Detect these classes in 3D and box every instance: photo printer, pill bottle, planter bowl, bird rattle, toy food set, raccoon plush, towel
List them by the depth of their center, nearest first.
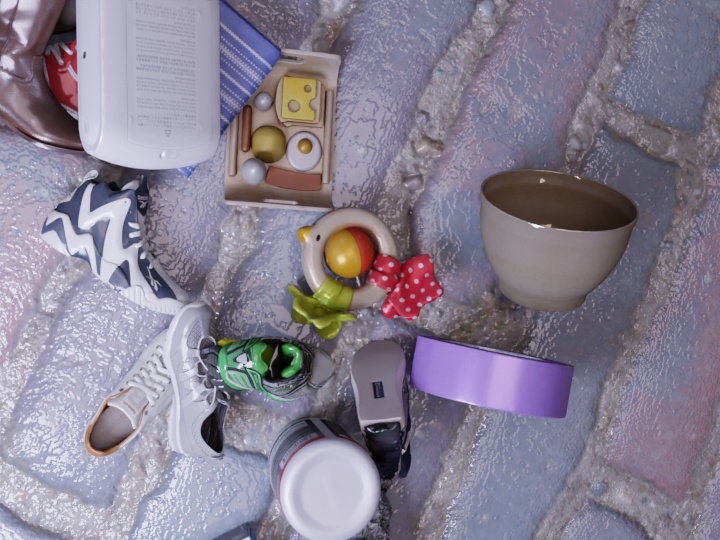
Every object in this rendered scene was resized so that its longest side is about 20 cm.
[{"bbox_3d":[-0.234,-0.215,0.978,0.165,0.069,0.203,-5,96,-43],"label":"photo printer"},{"bbox_3d":[-0.051,0.242,1.051,0.114,0.200,0.118,0,90,-12],"label":"pill bottle"},{"bbox_3d":[-0.206,-0.235,1.060,0.144,0.024,0.201,38,83,-13],"label":"towel"},{"bbox_3d":[0.005,0.309,1.097,0.095,0.134,0.203,8,89,-11],"label":"raccoon plush"},{"bbox_3d":[0.000,0.000,1.105,0.198,0.113,0.165,-18,96,-12],"label":"bird rattle"},{"bbox_3d":[-0.097,-0.179,1.109,0.141,0.060,0.203,3,90,-12],"label":"toy food set"},{"bbox_3d":[0.244,-0.032,1.132,0.197,0.201,0.136,0,118,-12],"label":"planter bowl"}]

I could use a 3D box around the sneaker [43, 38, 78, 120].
[{"bbox_3d":[-0.382,-0.252,1.042,0.199,0.071,0.113,28,89,-19],"label":"sneaker"}]

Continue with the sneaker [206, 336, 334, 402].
[{"bbox_3d":[-0.091,0.120,1.063,0.084,0.199,0.079,-9,80,32],"label":"sneaker"}]

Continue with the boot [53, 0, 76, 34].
[{"bbox_3d":[-0.327,-0.332,1.014,0.198,0.146,0.071,-20,99,-11],"label":"boot"}]

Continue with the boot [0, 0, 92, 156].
[{"bbox_3d":[-0.343,-0.244,0.967,0.184,0.064,0.202,20,108,-18],"label":"boot"}]

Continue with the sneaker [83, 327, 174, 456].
[{"bbox_3d":[-0.258,0.148,1.066,0.073,0.085,0.201,39,80,-8],"label":"sneaker"}]

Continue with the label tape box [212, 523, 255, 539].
[{"bbox_3d":[-0.200,0.431,1.091,0.198,0.066,0.145,-25,95,-12],"label":"label tape box"}]

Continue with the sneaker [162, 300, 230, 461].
[{"bbox_3d":[-0.184,0.134,1.054,0.074,0.081,0.203,-23,120,-50],"label":"sneaker"}]

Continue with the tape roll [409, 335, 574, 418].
[{"bbox_3d":[0.163,0.131,1.096,0.197,0.200,0.067,11,87,-12],"label":"tape roll"}]

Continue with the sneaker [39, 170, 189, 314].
[{"bbox_3d":[-0.271,-0.044,1.062,0.198,0.079,0.130,34,92,0],"label":"sneaker"}]

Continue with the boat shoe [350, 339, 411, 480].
[{"bbox_3d":[0.027,0.173,1.090,0.074,0.201,0.094,-6,116,6],"label":"boat shoe"}]
